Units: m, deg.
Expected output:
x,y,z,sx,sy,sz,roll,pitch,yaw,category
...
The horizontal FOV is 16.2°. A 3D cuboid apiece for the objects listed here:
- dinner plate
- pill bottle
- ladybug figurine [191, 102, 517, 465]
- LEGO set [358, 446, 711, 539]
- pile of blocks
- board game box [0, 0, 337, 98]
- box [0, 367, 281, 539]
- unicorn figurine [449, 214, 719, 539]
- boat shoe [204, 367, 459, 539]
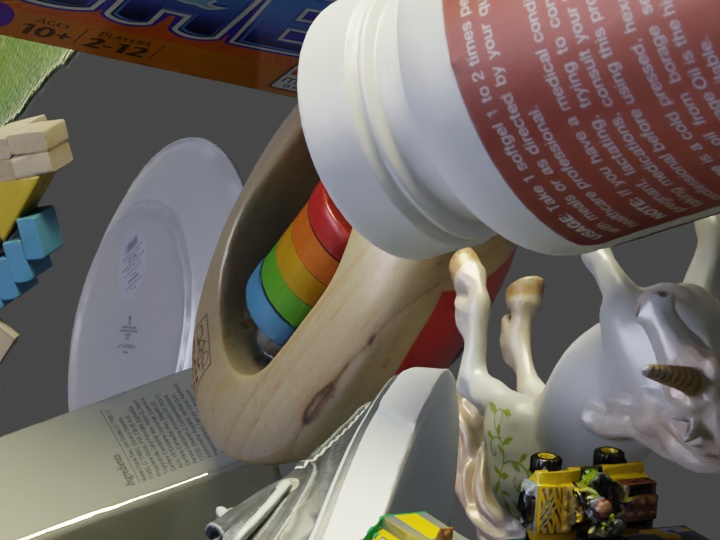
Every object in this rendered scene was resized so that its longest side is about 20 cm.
x,y,z,sx,sy,sz,roll,pitch,yaw,category
-0.101,0.035,1.188,0.200,0.024,0.201,-31,53,54,dinner plate
0.084,-0.069,0.724,0.200,0.112,0.113,-18,63,35,pill bottle
0.000,0.000,0.957,0.200,0.072,0.136,-49,37,43,ladybug figurine
0.071,0.159,0.698,0.116,0.153,0.201,24,105,61,LEGO set
-0.197,-0.004,1.357,0.200,0.082,0.062,-50,-4,29,pile of blocks
-0.050,-0.208,0.987,0.200,0.199,0.200,-34,52,54,board game box
-0.132,0.113,1.028,0.082,0.199,0.069,-127,21,-56,box
0.080,0.029,0.818,0.200,0.074,0.138,110,154,-52,unicorn figurine
-0.021,0.095,0.776,0.200,0.068,0.072,-62,-28,-48,boat shoe
